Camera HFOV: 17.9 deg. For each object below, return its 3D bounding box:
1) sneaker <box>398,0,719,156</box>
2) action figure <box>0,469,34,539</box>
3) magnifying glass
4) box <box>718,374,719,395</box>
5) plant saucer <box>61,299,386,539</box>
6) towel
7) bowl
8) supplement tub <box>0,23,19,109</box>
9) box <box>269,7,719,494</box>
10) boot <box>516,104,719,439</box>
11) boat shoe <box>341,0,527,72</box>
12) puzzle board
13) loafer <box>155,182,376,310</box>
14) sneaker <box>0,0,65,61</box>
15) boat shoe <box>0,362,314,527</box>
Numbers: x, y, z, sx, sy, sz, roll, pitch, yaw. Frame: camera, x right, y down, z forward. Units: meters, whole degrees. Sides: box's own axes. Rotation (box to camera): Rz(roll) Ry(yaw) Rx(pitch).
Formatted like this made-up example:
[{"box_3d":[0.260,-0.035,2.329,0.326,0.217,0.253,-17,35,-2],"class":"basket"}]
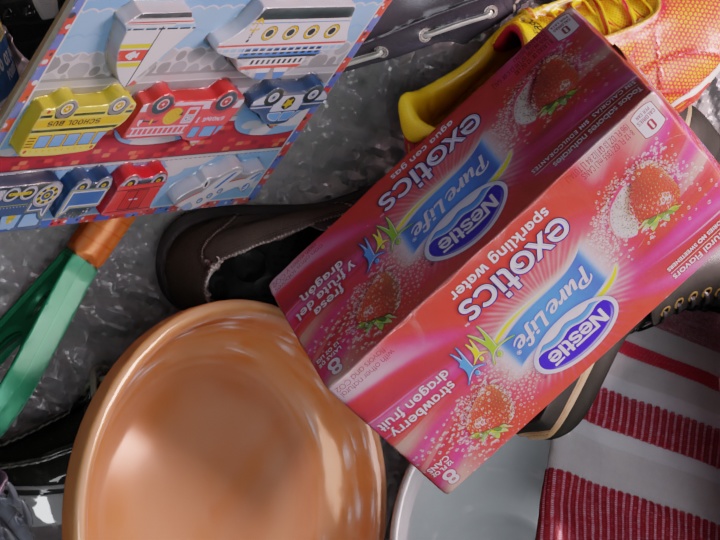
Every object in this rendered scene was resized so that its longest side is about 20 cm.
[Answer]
[{"box_3d":[0.111,-0.103,1.113,0.199,0.073,0.077,-35,145,-6],"class":"sneaker"},{"box_3d":[-0.153,0.175,1.076,0.069,0.131,0.201,4,143,26],"class":"action figure"},{"box_3d":[-0.147,0.012,1.115,0.022,0.080,0.201,35,86,-21],"class":"magnifying glass"},{"box_3d":[0.297,0.089,1.108,0.198,0.166,0.166,4,118,28],"class":"box"},{"box_3d":[-0.067,0.115,1.081,0.199,0.037,0.202,3,86,-46],"class":"plant saucer"},{"box_3d":[0.163,0.094,1.183,0.143,0.023,0.202,19,67,-19],"class":"towel"},{"box_3d":[0.088,0.162,1.188,0.199,0.090,0.203,8,72,-24],"class":"bowl"},{"box_3d":[-0.242,-0.134,0.999,0.144,0.145,0.202,-20,112,-7],"class":"supplement tub"},{"box_3d":[0.069,-0.009,1.063,0.200,0.096,0.100,-42,127,6],"class":"box"},{"box_3d":[0.160,0.017,1.157,0.138,0.077,0.201,34,72,-26],"class":"boot"},{"box_3d":[0.041,-0.143,1.119,0.198,0.073,0.063,-16,136,-8],"class":"boat shoe"},{"box_3d":[-0.082,-0.073,1.029,0.199,0.017,0.151,-10,146,-48],"class":"puzzle board"},{"box_3d":[0.000,0.000,1.143,0.198,0.071,0.074,-10,110,-11],"class":"loafer"},{"box_3d":[-0.146,-0.199,1.036,0.066,0.091,0.202,-4,114,19],"class":"sneaker"},{"box_3d":[-0.114,0.075,1.144,0.198,0.071,0.064,-14,111,-18],"class":"boat shoe"}]
